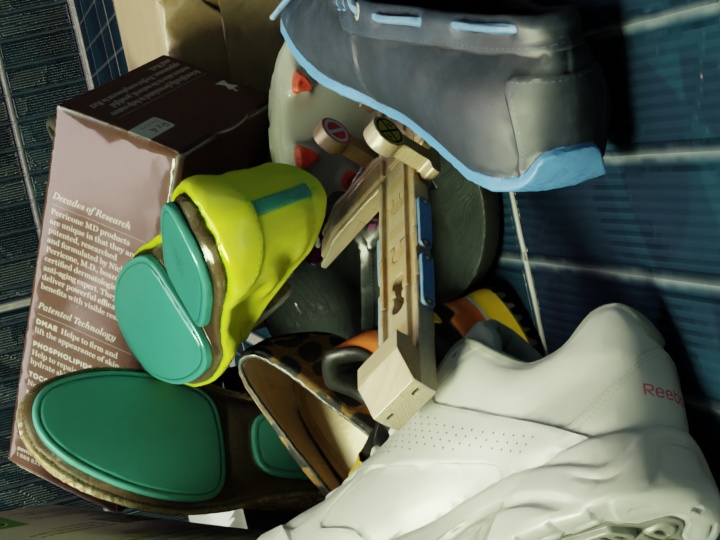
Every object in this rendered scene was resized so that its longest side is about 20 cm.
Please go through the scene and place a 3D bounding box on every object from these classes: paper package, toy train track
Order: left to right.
[{"bbox_3d":[-0.063,-0.084,1.022,0.200,0.103,0.191,-139,37,-70],"label":"paper package"},{"bbox_3d":[0.007,-0.023,0.686,0.115,0.032,0.200,-47,26,31],"label":"toy train track"}]

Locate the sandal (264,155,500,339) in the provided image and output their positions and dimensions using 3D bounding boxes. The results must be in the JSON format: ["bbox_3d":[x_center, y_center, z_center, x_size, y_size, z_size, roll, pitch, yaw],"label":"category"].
[{"bbox_3d":[0.000,0.001,0.810,0.075,0.048,0.200,53,144,8],"label":"sandal"}]

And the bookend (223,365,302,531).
[{"bbox_3d":[-0.008,0.168,0.977,0.199,0.092,0.200,-105,3,-72],"label":"bookend"}]

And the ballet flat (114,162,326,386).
[{"bbox_3d":[-0.055,0.001,0.756,0.067,0.067,0.200,61,161,6],"label":"ballet flat"}]

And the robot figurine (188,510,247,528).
[{"bbox_3d":[-0.046,0.174,1.206,0.150,0.125,0.200,-9,-95,-58],"label":"robot figurine"}]

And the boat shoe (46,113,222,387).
[{"bbox_3d":[-0.124,-0.003,1.015,0.069,0.057,0.200,115,139,-73],"label":"boat shoe"}]

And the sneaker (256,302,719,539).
[{"bbox_3d":[0.038,0.071,0.641,0.200,0.078,0.100,-25,53,36],"label":"sneaker"}]

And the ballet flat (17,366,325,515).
[{"bbox_3d":[-0.068,0.088,0.856,0.065,0.200,0.071,139,135,-56],"label":"ballet flat"}]

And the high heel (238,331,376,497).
[{"bbox_3d":[0.015,0.115,0.772,0.071,0.142,0.200,-45,40,25],"label":"high heel"}]

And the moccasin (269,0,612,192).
[{"bbox_3d":[0.032,-0.092,0.646,0.200,0.080,0.068,36,136,52],"label":"moccasin"}]

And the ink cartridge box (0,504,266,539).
[{"bbox_3d":[-0.094,0.161,0.834,0.145,0.200,0.084,8,-95,-69],"label":"ink cartridge box"}]

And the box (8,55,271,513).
[{"bbox_3d":[-0.108,0.006,0.900,0.100,0.075,0.200,-38,-32,-58],"label":"box"}]

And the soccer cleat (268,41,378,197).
[{"bbox_3d":[-0.009,-0.024,0.905,0.078,0.069,0.200,13,120,65],"label":"soccer cleat"}]

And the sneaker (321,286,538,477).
[{"bbox_3d":[0.045,0.088,0.714,0.200,0.090,0.070,-116,17,-49],"label":"sneaker"}]
